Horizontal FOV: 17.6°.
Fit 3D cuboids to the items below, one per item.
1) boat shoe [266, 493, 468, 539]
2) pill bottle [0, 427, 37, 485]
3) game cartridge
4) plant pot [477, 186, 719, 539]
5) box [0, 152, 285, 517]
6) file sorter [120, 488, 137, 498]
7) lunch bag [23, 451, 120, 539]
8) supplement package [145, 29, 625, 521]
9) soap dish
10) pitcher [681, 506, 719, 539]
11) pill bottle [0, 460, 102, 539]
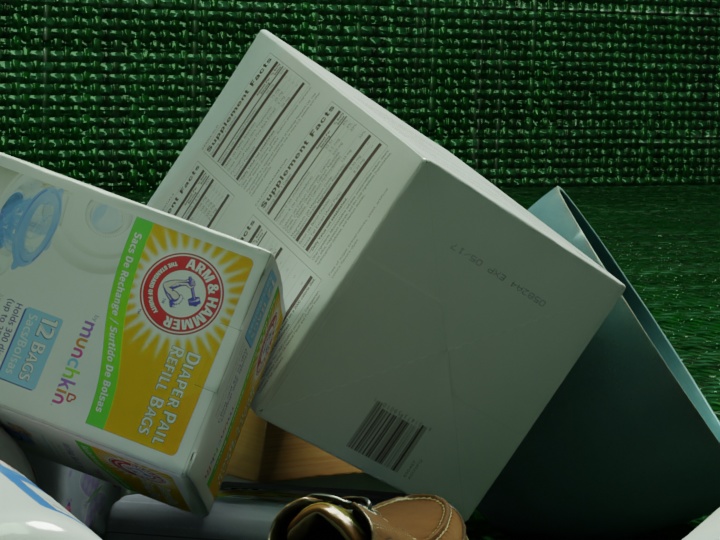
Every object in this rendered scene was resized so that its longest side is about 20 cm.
[{"bbox_3d":[-0.004,0.129,1.003,0.071,0.068,0.200,-7,13,23],"label":"boat shoe"},{"bbox_3d":[-0.253,0.109,1.063,0.199,0.117,0.116,7,8,36],"label":"pill bottle"},{"bbox_3d":[-0.034,0.130,1.175,0.132,0.041,0.200,6,-1,14],"label":"game cartridge"},{"bbox_3d":[0.111,0.073,1.305,0.134,0.201,0.200,-34,3,8],"label":"plant pot"},{"bbox_3d":[-0.144,0.022,1.063,0.199,0.113,0.101,20,-15,7],"label":"box"},{"bbox_3d":[-0.197,0.071,1.323,0.198,0.140,0.124,4,4,15],"label":"file sorter"},{"bbox_3d":[-0.228,0.067,1.193,0.198,0.171,0.127,7,5,15],"label":"lunch bag"},{"bbox_3d":[0.000,0.000,1.215,0.151,0.151,0.200,31,7,-35],"label":"supplement package"},{"bbox_3d":[-0.025,0.091,1.431,0.199,0.082,0.157,-2,8,-37],"label":"soap dish"},{"bbox_3d":[0.190,0.151,0.937,0.199,0.122,0.172,-12,33,-23],"label":"pitcher"},{"bbox_3d":[-0.144,0.137,0.881,0.111,0.113,0.200,-1,7,-22],"label":"pill bottle"}]
